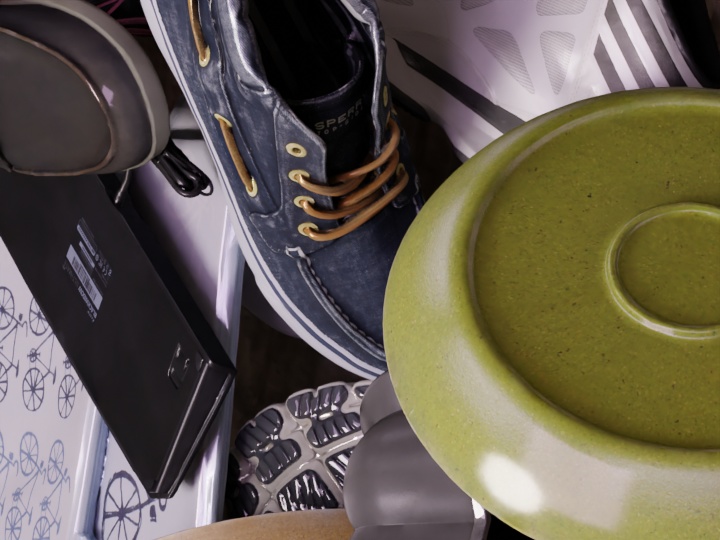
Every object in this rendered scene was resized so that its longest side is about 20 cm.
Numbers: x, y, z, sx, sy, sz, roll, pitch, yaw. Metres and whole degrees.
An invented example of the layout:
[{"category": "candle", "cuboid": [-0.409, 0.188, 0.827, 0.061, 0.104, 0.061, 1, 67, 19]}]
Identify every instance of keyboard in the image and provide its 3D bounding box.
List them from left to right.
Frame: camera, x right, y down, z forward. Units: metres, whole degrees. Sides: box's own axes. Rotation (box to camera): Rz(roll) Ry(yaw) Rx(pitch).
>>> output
[{"category": "keyboard", "cuboid": [-0.096, -0.017, 1.131, 0.200, 0.020, 0.128, 55, 133, 40]}]

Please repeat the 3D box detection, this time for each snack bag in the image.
[{"category": "snack bag", "cuboid": [-0.105, 0.036, 1.169, 0.200, 0.021, 0.190, 8, 93, 57]}]

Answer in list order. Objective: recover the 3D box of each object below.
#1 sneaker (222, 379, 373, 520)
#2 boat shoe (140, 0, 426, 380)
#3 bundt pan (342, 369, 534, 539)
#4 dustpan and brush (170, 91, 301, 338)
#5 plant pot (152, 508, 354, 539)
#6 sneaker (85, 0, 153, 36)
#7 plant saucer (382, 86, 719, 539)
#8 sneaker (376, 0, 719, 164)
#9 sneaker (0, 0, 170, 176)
[{"category": "sneaker", "cuboid": [-0.021, 0.099, 1.140, 0.200, 0.079, 0.078, -40, 75, 42]}, {"category": "boat shoe", "cuboid": [-0.012, -0.039, 1.014, 0.201, 0.071, 0.091, 60, 165, -19]}, {"category": "bundt pan", "cuboid": [0.057, 0.099, 0.999, 0.075, 0.202, 0.203, -6, 97, 31]}, {"category": "dustpan and brush", "cuboid": [0.000, 0.000, 1.118, 0.201, 0.057, 0.140, 61, 147, 17]}, {"category": "plant pot", "cuboid": [-0.036, 0.147, 1.092, 0.200, 0.199, 0.028, -36, 53, 37]}, {"category": "sneaker", "cuboid": [-0.113, -0.125, 1.152, 0.199, 0.095, 0.080, -14, 89, 38]}, {"category": "plant saucer", "cuboid": [0.106, 0.008, 0.914, 0.200, 0.200, 0.031, 35, 150, 27]}, {"category": "sneaker", "cuboid": [0.059, -0.101, 1.053, 0.200, 0.076, 0.116, 43, 104, 29]}, {"category": "sneaker", "cuboid": [-0.170, -0.058, 1.095, 0.199, 0.106, 0.075, 12, 124, 41]}]
